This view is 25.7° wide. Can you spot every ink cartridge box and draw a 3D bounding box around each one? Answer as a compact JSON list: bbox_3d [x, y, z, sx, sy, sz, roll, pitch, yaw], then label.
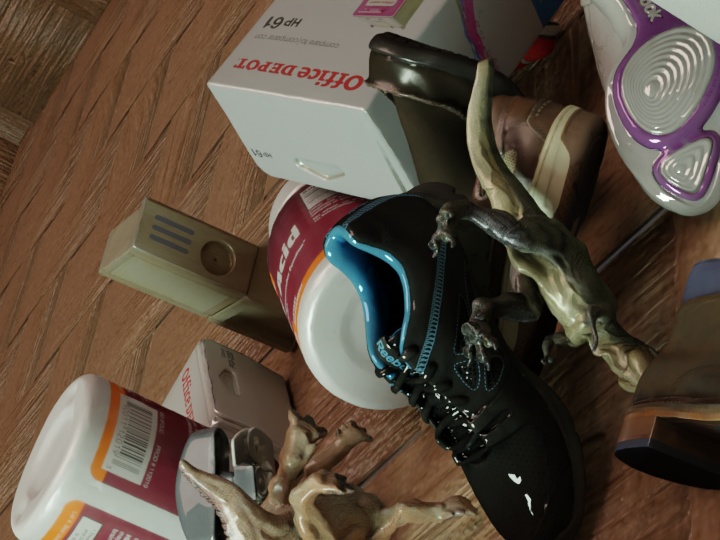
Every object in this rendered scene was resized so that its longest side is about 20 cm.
[{"bbox_3d":[0.021,-0.149,1.000,0.144,0.085,0.201,13,60,42],"label":"ink cartridge box"},{"bbox_3d":[-0.131,0.175,1.225,0.201,0.084,0.146,-60,19,15],"label":"ink cartridge box"}]

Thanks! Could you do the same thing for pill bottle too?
[{"bbox_3d":[-0.114,0.157,1.026,0.114,0.199,0.115,-50,22,30],"label":"pill bottle"},{"bbox_3d":[0.000,0.000,1.040,0.115,0.113,0.200,-59,19,11],"label":"pill bottle"}]

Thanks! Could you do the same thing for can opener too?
[{"bbox_3d":[-0.071,0.195,0.950,0.066,0.053,0.203,-8,80,20],"label":"can opener"}]

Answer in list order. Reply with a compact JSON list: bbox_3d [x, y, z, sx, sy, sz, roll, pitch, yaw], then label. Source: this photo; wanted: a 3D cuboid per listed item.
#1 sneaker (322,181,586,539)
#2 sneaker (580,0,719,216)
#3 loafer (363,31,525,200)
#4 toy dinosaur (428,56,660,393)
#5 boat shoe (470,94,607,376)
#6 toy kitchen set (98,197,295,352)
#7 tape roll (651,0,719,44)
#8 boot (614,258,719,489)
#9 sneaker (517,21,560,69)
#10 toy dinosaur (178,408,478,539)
[{"bbox_3d":[0.043,0.056,0.796,0.073,0.081,0.202,-38,73,45],"label":"sneaker"},{"bbox_3d":[0.168,-0.111,0.860,0.074,0.100,0.202,-18,58,15],"label":"sneaker"},{"bbox_3d":[0.062,-0.068,0.898,0.073,0.200,0.072,24,84,39],"label":"loafer"},{"bbox_3d":[0.078,-0.006,0.772,0.088,0.201,0.047,-22,-14,-33],"label":"toy dinosaur"},{"bbox_3d":[0.072,0.001,0.862,0.075,0.074,0.205,-24,-48,-65],"label":"boat shoe"},{"bbox_3d":[-0.071,-0.074,1.238,0.163,0.179,0.202,-28,43,57],"label":"toy kitchen set"},{"bbox_3d":[0.210,-0.200,0.738,0.203,0.138,0.204,-50,23,31],"label":"tape roll"},{"bbox_3d":[0.173,0.031,0.639,0.200,0.074,0.098,-22,48,65],"label":"boot"},{"bbox_3d":[0.079,-0.132,1.125,0.200,0.076,0.086,164,110,-66],"label":"sneaker"},{"bbox_3d":[-0.028,0.161,0.884,0.086,0.199,0.136,41,108,39],"label":"toy dinosaur"}]
